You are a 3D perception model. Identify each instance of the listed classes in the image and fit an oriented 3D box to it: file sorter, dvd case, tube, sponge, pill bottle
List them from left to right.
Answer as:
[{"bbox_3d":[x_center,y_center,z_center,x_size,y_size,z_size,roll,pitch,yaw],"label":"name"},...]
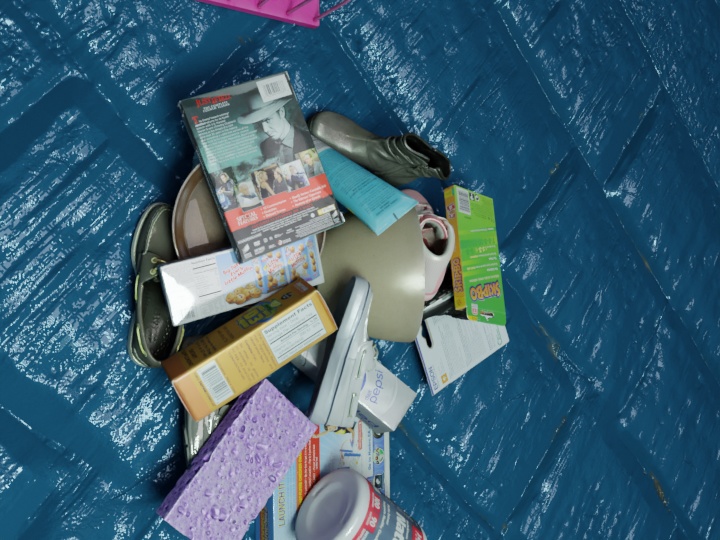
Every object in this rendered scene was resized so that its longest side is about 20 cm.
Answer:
[{"bbox_3d":[-0.146,0.241,0.885,0.201,0.030,0.112,-54,124,-23],"label":"sponge"},{"bbox_3d":[-0.117,-0.127,0.872,0.145,0.022,0.202,-23,95,-25],"label":"dvd case"},{"bbox_3d":[-0.112,-0.426,0.948,0.198,0.125,0.141,0,88,-36],"label":"file sorter"},{"bbox_3d":[-0.020,-0.121,0.966,0.077,0.199,0.051,-41,150,-20],"label":"tube"},{"bbox_3d":[0.020,0.364,0.951,0.200,0.119,0.120,45,64,-26],"label":"pill bottle"}]

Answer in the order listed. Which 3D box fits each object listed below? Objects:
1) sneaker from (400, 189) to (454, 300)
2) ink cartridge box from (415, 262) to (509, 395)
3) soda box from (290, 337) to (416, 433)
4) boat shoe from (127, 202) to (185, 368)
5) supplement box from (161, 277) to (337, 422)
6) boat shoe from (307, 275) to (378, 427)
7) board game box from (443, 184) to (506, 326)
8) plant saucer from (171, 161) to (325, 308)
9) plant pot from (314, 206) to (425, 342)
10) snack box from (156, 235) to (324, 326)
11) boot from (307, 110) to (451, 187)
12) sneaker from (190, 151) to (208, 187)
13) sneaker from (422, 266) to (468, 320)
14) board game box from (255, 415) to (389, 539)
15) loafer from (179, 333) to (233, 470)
[{"bbox_3d":[0.093,-0.066,1.050,0.074,0.105,0.202,5,50,-12],"label":"sneaker"},{"bbox_3d":[0.143,0.067,1.166,0.199,0.043,0.199,-26,105,-34],"label":"ink cartridge box"},{"bbox_3d":[-0.023,0.136,0.988,0.199,0.068,0.064,41,66,-5],"label":"soda box"},{"bbox_3d":[-0.241,0.017,0.878,0.071,0.060,0.205,8,84,-34],"label":"boat shoe"},{"bbox_3d":[-0.130,0.089,0.853,0.199,0.066,0.069,-31,116,-17],"label":"supplement box"},{"bbox_3d":[-0.010,0.105,0.913,0.066,0.074,0.202,15,109,-11],"label":"boat shoe"},{"bbox_3d":[0.170,-0.019,1.064,0.095,0.030,0.203,12,65,-42],"label":"board game box"},{"bbox_3d":[-0.139,-0.056,0.905,0.198,0.034,0.204,-3,97,-25],"label":"plant saucer"},{"bbox_3d":[0.000,0.000,0.994,0.132,0.200,0.204,-1,89,-10],"label":"plant pot"},{"bbox_3d":[-0.141,0.005,0.877,0.198,0.024,0.073,-16,101,-25],"label":"snack box"},{"bbox_3d":[0.031,-0.183,1.040,0.198,0.130,0.069,24,74,-33],"label":"boot"},{"bbox_3d":[-0.135,-0.101,0.962,0.198,0.075,0.077,18,87,-25],"label":"sneaker"},{"bbox_3d":[0.151,0.047,1.104,0.199,0.075,0.089,-29,112,-34],"label":"sneaker"},{"bbox_3d":[-0.050,0.304,1.010,0.194,0.056,0.203,1,88,-36],"label":"board game box"},{"bbox_3d":[-0.188,0.182,0.902,0.069,0.070,0.203,-3,89,-16],"label":"loafer"}]
